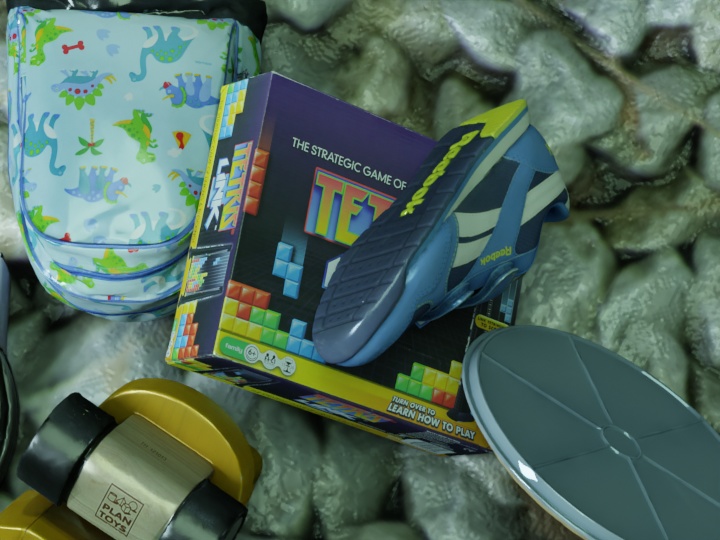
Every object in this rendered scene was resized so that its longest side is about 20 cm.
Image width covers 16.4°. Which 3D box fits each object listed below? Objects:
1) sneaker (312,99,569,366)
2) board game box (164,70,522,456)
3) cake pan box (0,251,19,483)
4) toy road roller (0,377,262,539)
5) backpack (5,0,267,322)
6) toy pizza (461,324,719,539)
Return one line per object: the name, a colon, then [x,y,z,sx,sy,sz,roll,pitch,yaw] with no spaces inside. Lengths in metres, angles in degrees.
sneaker: [0.051,-0.008,1.376,0.200,0.074,0.082,-48,113,-30]
board game box: [0.000,0.000,1.415,0.199,0.057,0.167,20,74,-33]
cake pan box: [-0.299,0.080,1.445,0.198,0.052,0.186,1,77,0]
toy road roller: [-0.131,0.153,1.407,0.122,0.146,0.201,32,114,7]
backpack: [-0.137,-0.071,1.453,0.162,0.154,0.202,6,89,-5]
toy pizza: [0.138,0.106,1.394,0.200,0.200,0.032,39,117,9]
